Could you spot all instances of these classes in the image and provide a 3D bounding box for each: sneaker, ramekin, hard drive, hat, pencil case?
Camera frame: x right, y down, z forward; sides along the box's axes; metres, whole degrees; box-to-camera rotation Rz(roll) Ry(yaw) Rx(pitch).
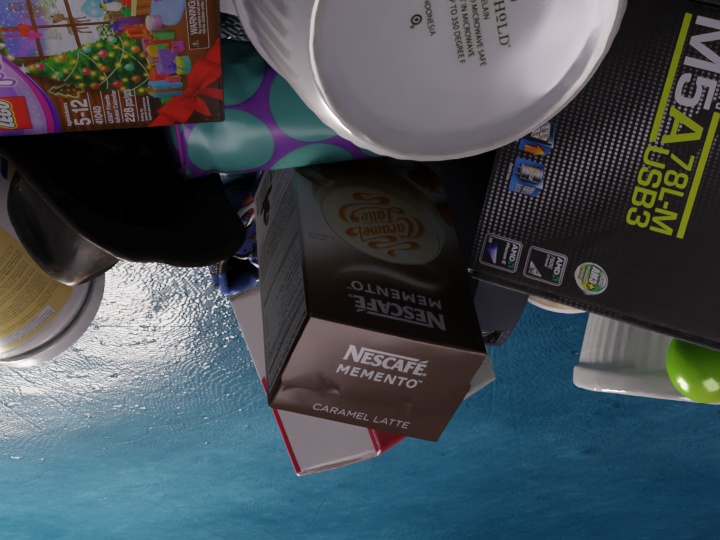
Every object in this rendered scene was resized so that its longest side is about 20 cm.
[{"bbox_3d":[-0.057,-0.040,0.947,0.075,0.079,0.200,10,152,-28],"label":"sneaker"},{"bbox_3d":[0.039,-0.144,0.625,0.202,0.094,0.203,-9,132,-11],"label":"ramekin"},{"bbox_3d":[0.081,-0.030,0.913,0.042,0.135,0.200,-15,158,-9],"label":"hard drive"},{"bbox_3d":[0.290,0.063,1.109,0.202,0.094,0.202,5,178,0],"label":"ramekin"},{"bbox_3d":[-0.168,-0.043,0.771,0.200,0.201,0.081,19,118,-39],"label":"hat"},{"bbox_3d":[-0.023,-0.111,0.770,0.200,0.093,0.085,-9,-172,-10],"label":"pencil case"}]

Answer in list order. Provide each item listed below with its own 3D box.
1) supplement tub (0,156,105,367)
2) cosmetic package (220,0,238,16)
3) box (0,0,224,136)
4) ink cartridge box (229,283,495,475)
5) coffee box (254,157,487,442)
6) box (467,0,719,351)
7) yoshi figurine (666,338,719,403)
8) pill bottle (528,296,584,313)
[{"bbox_3d":[-0.275,-0.023,0.880,0.145,0.146,0.200,-9,154,12],"label":"supplement tub"},{"bbox_3d":[-0.070,-0.182,0.672,0.200,0.051,0.083,9,147,-25],"label":"cosmetic package"},{"bbox_3d":[-0.138,-0.147,0.618,0.137,0.039,0.200,-4,145,-6],"label":"box"},{"bbox_3d":[0.008,0.054,0.988,0.084,0.145,0.200,-20,-179,33],"label":"ink cartridge box"},{"bbox_3d":[0.000,0.000,0.800,0.114,0.200,0.080,13,128,-19],"label":"coffee box"},{"bbox_3d":[0.179,-0.065,0.741,0.193,0.200,0.048,19,-159,15],"label":"box"},{"bbox_3d":[0.256,0.013,0.940,0.112,0.200,0.112,-3,158,-26],"label":"yoshi figurine"},{"bbox_3d":[0.160,-0.058,0.890,0.116,0.116,0.200,-2,155,-3],"label":"pill bottle"}]
